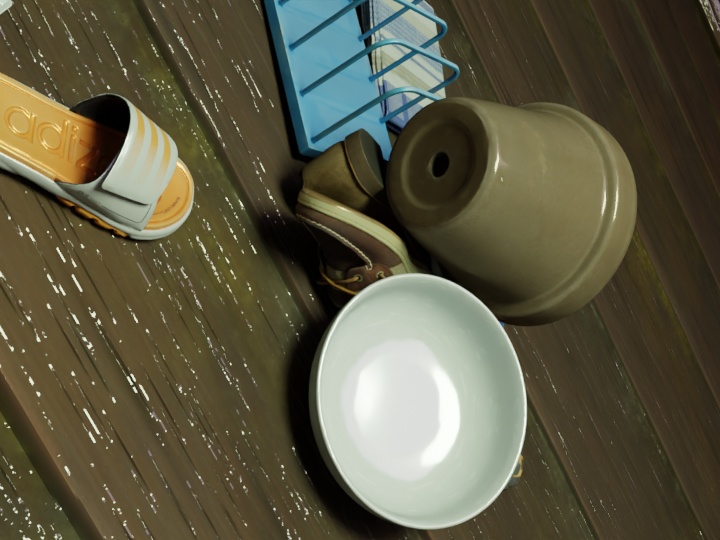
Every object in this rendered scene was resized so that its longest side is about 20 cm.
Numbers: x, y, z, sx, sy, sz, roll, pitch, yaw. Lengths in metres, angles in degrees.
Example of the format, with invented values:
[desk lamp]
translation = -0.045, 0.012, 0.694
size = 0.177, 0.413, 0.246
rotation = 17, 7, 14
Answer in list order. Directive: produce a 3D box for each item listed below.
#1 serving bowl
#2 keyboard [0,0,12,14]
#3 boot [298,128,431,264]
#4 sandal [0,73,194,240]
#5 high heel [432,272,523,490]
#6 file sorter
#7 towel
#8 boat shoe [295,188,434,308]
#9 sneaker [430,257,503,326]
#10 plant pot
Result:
[serving bowl]
translation = 0.039, 0.109, 0.805
size = 0.196, 0.066, 0.205
rotation = 8, 73, -27
[keyboard]
translation = -0.278, -0.136, 0.570
size = 0.057, 0.011, 0.201
rotation = 53, 36, -23
[boot]
translation = 0.009, -0.056, 0.892
size = 0.200, 0.074, 0.075
rotation = 43, 28, -55
[sandal]
translation = -0.177, -0.082, 0.639
size = 0.205, 0.059, 0.081
rotation = 24, 53, -47
[high heel]
translation = 0.103, 0.108, 0.937
size = 0.142, 0.070, 0.204
rotation = 27, 49, -59
[file sorter]
translation = 0.007, -0.213, 0.910
size = 0.138, 0.121, 0.204
rotation = 7, 64, -52
[towel]
translation = 0.048, -0.232, 1.074
size = 0.146, 0.023, 0.204
rotation = 21, 57, -51
[boat shoe]
translation = 0.000, 0.000, 0.829
size = 0.073, 0.071, 0.200
rotation = -60, 146, -7
[sneaker]
translation = 0.133, -0.004, 0.988
size = 0.076, 0.110, 0.204
rotation = 8, 66, -52
[plant pot]
translation = 0.112, -0.066, 0.846
size = 0.173, 0.198, 0.204
rotation = 18, 58, -47
